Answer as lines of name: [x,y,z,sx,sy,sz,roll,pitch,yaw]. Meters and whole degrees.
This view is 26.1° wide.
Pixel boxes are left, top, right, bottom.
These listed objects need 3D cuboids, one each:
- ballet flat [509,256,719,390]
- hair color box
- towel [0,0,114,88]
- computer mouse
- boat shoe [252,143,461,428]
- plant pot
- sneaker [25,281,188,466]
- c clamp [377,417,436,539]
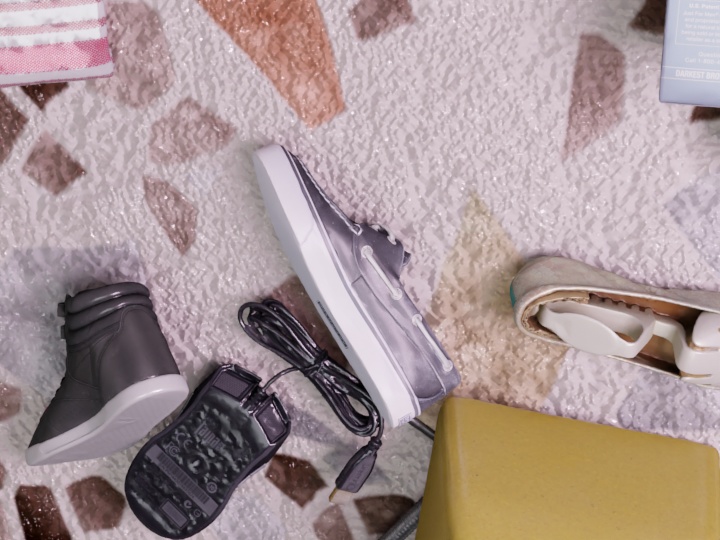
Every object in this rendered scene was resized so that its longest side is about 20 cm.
ballet flat: [0.189,0.044,0.982,0.198,0.062,0.068,12,118,7]
hair color box: [0.200,-0.200,0.840,0.060,0.099,0.202,5,116,12]
towel: [-0.235,-0.211,0.973,0.144,0.030,0.202,-3,116,3]
computer mouse: [-0.068,0.125,1.092,0.140,0.046,0.201,38,110,3]
boat shoe: [0.000,0.000,1.008,0.067,0.072,0.201,-30,92,-10]
plant pot: [0.126,0.229,0.994,0.192,0.200,0.198,10,115,0]
sneaker: [-0.188,0.072,1.091,0.200,0.070,0.100,-36,66,49]
c clamp: [0.043,0.204,1.119,0.170,0.027,0.201,32,117,-9]
